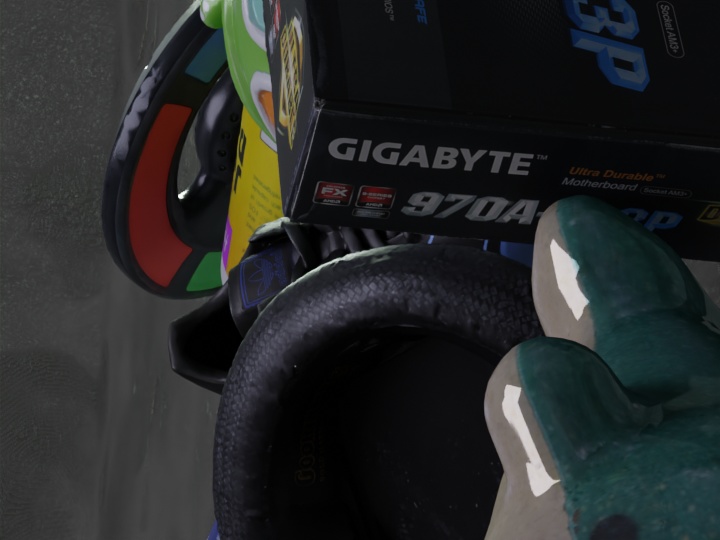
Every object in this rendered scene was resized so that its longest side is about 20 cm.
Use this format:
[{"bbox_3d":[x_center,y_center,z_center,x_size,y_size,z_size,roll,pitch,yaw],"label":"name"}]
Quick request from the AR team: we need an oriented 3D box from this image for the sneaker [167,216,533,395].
[{"bbox_3d":[0.000,0.000,1.190,0.200,0.078,0.070,-43,47,41],"label":"sneaker"}]

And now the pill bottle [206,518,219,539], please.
[{"bbox_3d":[-0.016,0.143,1.172,0.111,0.110,0.201,-114,45,-69],"label":"pill bottle"}]

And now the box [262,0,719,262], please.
[{"bbox_3d":[0.051,-0.090,0.857,0.046,0.158,0.201,107,164,-44],"label":"box"}]

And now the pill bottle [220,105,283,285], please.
[{"bbox_3d":[-0.006,-0.032,1.324,0.104,0.104,0.201,-100,17,-53],"label":"pill bottle"}]

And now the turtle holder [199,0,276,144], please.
[{"bbox_3d":[0.042,-0.106,1.054,0.141,0.185,0.132,60,172,-19],"label":"turtle holder"}]

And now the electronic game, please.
[{"bbox_3d":[-0.041,-0.072,1.378,0.042,0.200,0.201,38,138,26],"label":"electronic game"}]

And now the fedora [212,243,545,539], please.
[{"bbox_3d":[0.050,0.075,0.945,0.092,0.200,0.202,-38,-37,-53],"label":"fedora"}]

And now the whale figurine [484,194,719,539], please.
[{"bbox_3d":[0.091,0.061,0.727,0.159,0.103,0.201,49,-155,-36],"label":"whale figurine"}]
